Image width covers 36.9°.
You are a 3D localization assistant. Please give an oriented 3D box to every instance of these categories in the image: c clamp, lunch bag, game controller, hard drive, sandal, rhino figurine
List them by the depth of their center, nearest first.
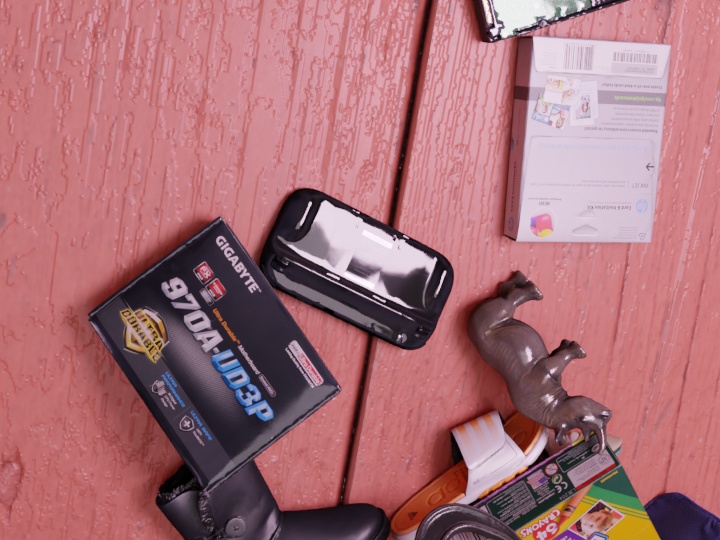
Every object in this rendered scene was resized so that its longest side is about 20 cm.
[{"bbox_3d":[0.114,0.323,1.001,0.168,0.027,0.203,11,64,0],"label":"c clamp"},{"bbox_3d":[0.197,-0.317,1.052,0.197,0.038,0.142,-20,105,-10],"label":"hard drive"},{"bbox_3d":[0.000,0.000,1.073,0.198,0.042,0.106,26,80,-18],"label":"game controller"},{"bbox_3d":[0.182,0.100,1.082,0.087,0.060,0.201,-34,71,1],"label":"rhino figurine"},{"bbox_3d":[0.105,0.200,1.113,0.206,0.079,0.060,-38,110,-2],"label":"sandal"},{"bbox_3d":[0.338,0.364,1.175,0.200,0.136,0.133,-42,108,-3],"label":"lunch bag"}]

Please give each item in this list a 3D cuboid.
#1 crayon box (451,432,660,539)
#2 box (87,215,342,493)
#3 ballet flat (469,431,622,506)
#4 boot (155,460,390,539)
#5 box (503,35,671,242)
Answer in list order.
[{"bbox_3d":[0.199,0.280,1.117,0.198,0.059,0.173,-33,129,3],"label":"crayon box"},{"bbox_3d":[-0.135,0.078,1.010,0.158,0.046,0.201,-35,85,-4],"label":"box"},{"bbox_3d":[0.185,0.211,1.147,0.198,0.069,0.070,-31,107,-6],"label":"ballet flat"},{"bbox_3d":[-0.086,0.239,1.074,0.198,0.077,0.170,-26,110,-1],"label":"boot"},{"bbox_3d":[0.230,-0.131,1.097,0.153,0.041,0.204,0,100,-14],"label":"box"}]
